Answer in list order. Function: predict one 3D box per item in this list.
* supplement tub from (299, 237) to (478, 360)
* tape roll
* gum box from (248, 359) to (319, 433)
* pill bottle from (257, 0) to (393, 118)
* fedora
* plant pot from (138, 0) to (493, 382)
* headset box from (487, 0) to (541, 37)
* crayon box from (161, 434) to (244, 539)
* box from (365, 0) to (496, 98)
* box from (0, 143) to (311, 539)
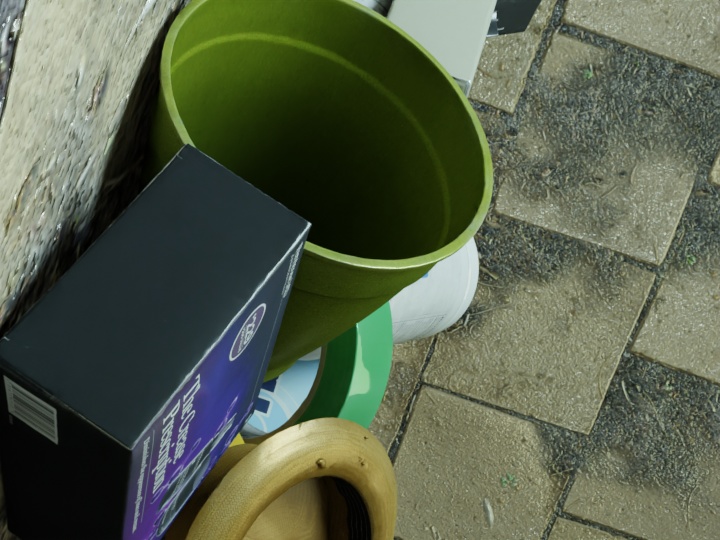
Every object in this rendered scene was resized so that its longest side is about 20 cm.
[{"bbox_3d":[0.000,0.000,0.949,0.199,0.131,0.133,-7,120,-57],"label":"supplement tub"},{"bbox_3d":[-0.070,0.052,0.834,0.048,0.199,0.203,8,103,-55],"label":"tape roll"},{"bbox_3d":[-0.093,0.113,0.936,0.045,0.198,0.171,113,-5,-50],"label":"gum box"},{"bbox_3d":[-0.029,-0.207,0.780,0.114,0.113,0.202,-153,-99,-87],"label":"pill bottle"},{"bbox_3d":[-0.061,0.171,0.709,0.199,0.081,0.203,-25,126,-39],"label":"fedora"},{"bbox_3d":[-0.053,-0.032,0.688,0.193,0.199,0.202,-53,-164,46],"label":"plant pot"},{"bbox_3d":[0.056,-0.272,0.944,0.077,0.147,0.202,115,-43,-57],"label":"headset box"},{"bbox_3d":[-0.145,0.175,0.776,0.052,0.125,0.201,55,-37,34],"label":"crayon box"},{"bbox_3d":[0.057,-0.180,0.791,0.083,0.068,0.201,106,2,-53],"label":"box"},{"bbox_3d":[-0.105,0.058,0.565,0.142,0.078,0.201,-56,173,-34],"label":"box"}]
